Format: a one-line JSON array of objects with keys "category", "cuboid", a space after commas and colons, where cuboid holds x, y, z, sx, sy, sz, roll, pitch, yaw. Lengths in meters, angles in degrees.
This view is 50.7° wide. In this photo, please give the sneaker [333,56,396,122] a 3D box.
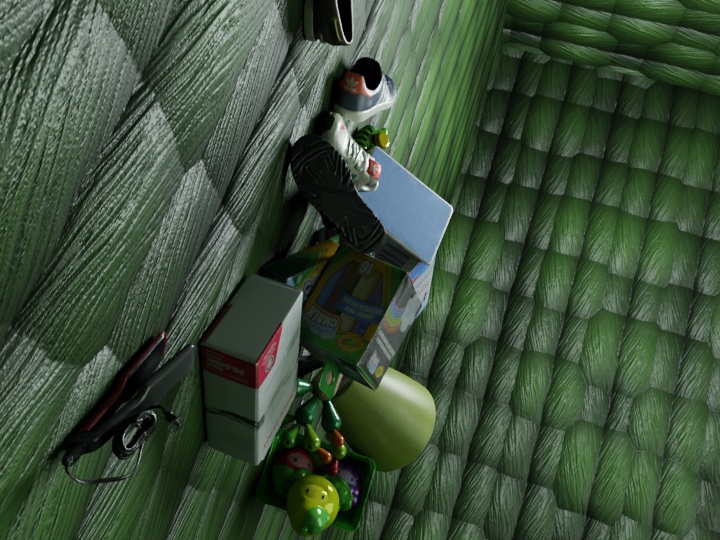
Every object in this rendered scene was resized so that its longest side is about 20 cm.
[{"category": "sneaker", "cuboid": [0.018, -0.310, 1.244, 0.201, 0.074, 0.086, -57, 164, -58]}]

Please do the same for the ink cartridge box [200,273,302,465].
[{"category": "ink cartridge box", "cuboid": [-0.142, 0.134, 1.013, 0.146, 0.082, 0.203, -61, 164, -49]}]

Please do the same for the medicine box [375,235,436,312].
[{"category": "medicine box", "cuboid": [0.048, 0.044, 1.446, 0.182, 0.102, 0.202, -46, 156, -28]}]

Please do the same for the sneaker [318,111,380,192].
[{"category": "sneaker", "cuboid": [-0.011, -0.184, 1.218, 0.200, 0.092, 0.072, 77, 31, -69]}]

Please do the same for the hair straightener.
[{"category": "hair straightener", "cuboid": [-0.204, 0.128, 0.709, 0.200, 0.076, 0.042, -55, 160, -60]}]

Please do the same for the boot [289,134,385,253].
[{"category": "boot", "cuboid": [-0.048, -0.120, 1.143, 0.076, 0.201, 0.168, -40, -159, -2]}]

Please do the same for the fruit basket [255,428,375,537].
[{"category": "fruit basket", "cuboid": [-0.082, 0.387, 1.363, 0.216, 0.212, 0.158, 64, 43, -74]}]

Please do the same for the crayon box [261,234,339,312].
[{"category": "crayon box", "cuboid": [-0.077, 0.032, 1.157, 0.199, 0.051, 0.128, -28, 135, -54]}]

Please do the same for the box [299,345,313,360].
[{"category": "box", "cuboid": [-0.083, 0.074, 1.341, 0.200, 0.043, 0.163, 34, 71, -79]}]

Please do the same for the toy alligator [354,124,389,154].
[{"category": "toy alligator", "cuboid": [-0.001, -0.204, 1.369, 0.054, 0.059, 0.202, 46, 51, -27]}]

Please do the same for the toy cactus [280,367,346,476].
[{"category": "toy cactus", "cuboid": [-0.080, 0.224, 1.250, 0.166, 0.199, 0.102, -55, -168, -28]}]

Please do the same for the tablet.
[{"category": "tablet", "cuboid": [0.074, -0.115, 1.357, 0.014, 0.199, 0.132, -19, -139, 58]}]

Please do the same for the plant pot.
[{"category": "plant pot", "cuboid": [0.013, 0.246, 1.419, 0.200, 0.185, 0.190, 45, 55, -38]}]

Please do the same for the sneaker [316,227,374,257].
[{"category": "sneaker", "cuboid": [0.000, 0.000, 1.278, 0.203, 0.086, 0.074, 63, 6, 16]}]

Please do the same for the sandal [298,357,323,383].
[{"category": "sandal", "cuboid": [-0.047, 0.160, 1.324, 0.197, 0.043, 0.076, -27, 171, -6]}]

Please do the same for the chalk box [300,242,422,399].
[{"category": "chalk box", "cuboid": [-0.014, 0.089, 1.128, 0.202, 0.122, 0.125, -59, 154, -15]}]

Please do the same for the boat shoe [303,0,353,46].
[{"category": "boat shoe", "cuboid": [-0.034, -0.373, 0.934, 0.072, 0.058, 0.202, -62, 164, -45]}]
